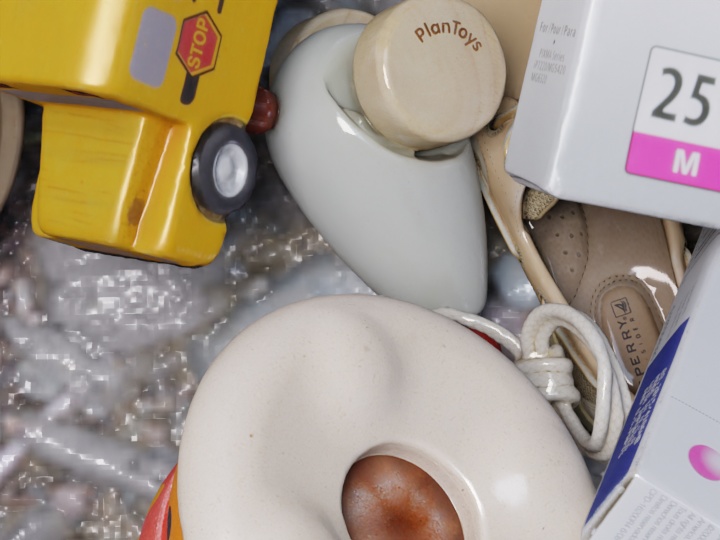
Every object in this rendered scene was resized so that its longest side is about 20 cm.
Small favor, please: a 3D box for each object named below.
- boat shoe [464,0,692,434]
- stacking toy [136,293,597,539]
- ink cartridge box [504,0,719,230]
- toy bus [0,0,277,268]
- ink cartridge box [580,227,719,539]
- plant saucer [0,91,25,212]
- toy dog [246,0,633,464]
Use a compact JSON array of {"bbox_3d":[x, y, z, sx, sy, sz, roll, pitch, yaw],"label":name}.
[{"bbox_3d":[0.074,-0.037,0.880,0.071,0.065,0.200,-23,82,-4],"label":"boat shoe"},{"bbox_3d":[-0.031,0.109,0.801,0.146,0.200,0.146,18,55,-28],"label":"stacking toy"},{"bbox_3d":[0.159,-0.092,0.802,0.200,0.044,0.174,10,96,-18],"label":"ink cartridge box"},{"bbox_3d":[-0.065,-0.106,0.802,0.065,0.078,0.200,9,84,37],"label":"toy bus"},{"bbox_3d":[0.183,0.065,0.809,0.200,0.043,0.196,30,39,-1],"label":"ink cartridge box"},{"bbox_3d":[-0.203,-0.073,0.843,0.200,0.200,0.029,15,40,2],"label":"plant saucer"},{"bbox_3d":[0.000,0.000,0.853,0.096,0.132,0.200,-11,70,-24],"label":"toy dog"}]
